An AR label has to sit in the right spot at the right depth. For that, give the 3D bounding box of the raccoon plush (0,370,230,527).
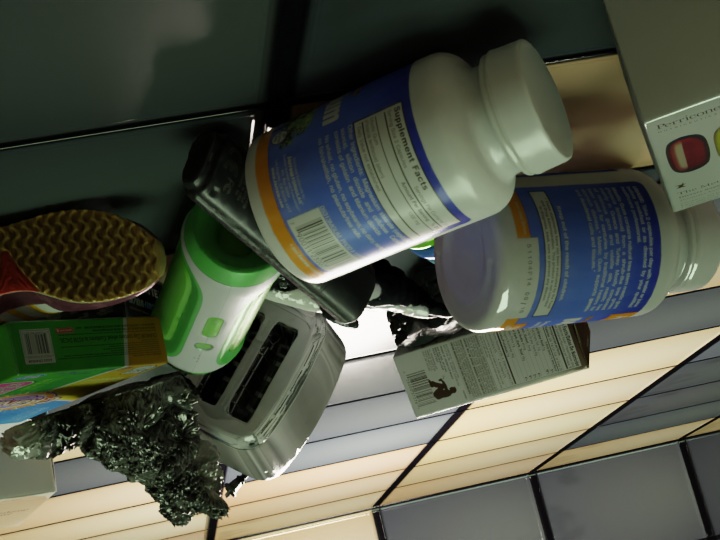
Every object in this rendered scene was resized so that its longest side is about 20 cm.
[{"bbox_3d":[-0.201,0.170,1.077,0.199,0.135,0.096,-16,-178,-34],"label":"raccoon plush"}]

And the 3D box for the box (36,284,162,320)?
[{"bbox_3d":[-0.261,0.065,1.162,0.199,0.046,0.159,-19,162,15],"label":"box"}]

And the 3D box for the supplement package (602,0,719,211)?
[{"bbox_3d":[0.229,-0.129,0.830,0.113,0.110,0.200,-19,162,15],"label":"supplement package"}]

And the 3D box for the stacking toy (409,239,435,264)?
[{"bbox_3d":[0.042,-0.047,1.008,0.085,0.086,0.199,-27,154,36],"label":"stacking toy"}]

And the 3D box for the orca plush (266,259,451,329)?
[{"bbox_3d":[0.000,0.000,1.119,0.198,0.105,0.072,16,113,-14],"label":"orca plush"}]

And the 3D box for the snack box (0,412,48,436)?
[{"bbox_3d":[-0.425,0.147,1.307,0.115,0.037,0.200,-20,162,18],"label":"snack box"}]

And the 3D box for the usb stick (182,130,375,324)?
[{"bbox_3d":[-0.054,-0.027,0.919,0.032,0.056,0.200,0,151,39],"label":"usb stick"}]

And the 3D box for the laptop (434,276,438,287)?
[{"bbox_3d":[0.184,-0.010,1.165,0.176,0.104,0.200,-22,-168,23],"label":"laptop"}]

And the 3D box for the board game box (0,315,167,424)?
[{"bbox_3d":[-0.276,0.085,1.025,0.199,0.041,0.152,-22,167,36],"label":"board game box"}]

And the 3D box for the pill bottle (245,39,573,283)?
[{"bbox_3d":[0.033,-0.075,0.844,0.199,0.113,0.112,-22,161,23],"label":"pill bottle"}]

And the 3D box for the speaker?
[{"bbox_3d":[-0.116,0.013,1.023,0.088,0.089,0.200,-7,157,-21],"label":"speaker"}]

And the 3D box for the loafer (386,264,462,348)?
[{"bbox_3d":[0.084,0.031,1.302,0.070,0.069,0.201,-17,170,-19],"label":"loafer"}]

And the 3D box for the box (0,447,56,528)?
[{"bbox_3d":[-0.448,0.264,1.588,0.094,0.078,0.200,-3,160,-28],"label":"box"}]

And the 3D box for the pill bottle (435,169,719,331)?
[{"bbox_3d":[0.165,-0.018,0.959,0.198,0.113,0.112,-4,161,-22],"label":"pill bottle"}]

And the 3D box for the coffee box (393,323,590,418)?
[{"bbox_3d":[0.147,0.080,1.407,0.199,0.080,0.113,-19,-167,15],"label":"coffee box"}]

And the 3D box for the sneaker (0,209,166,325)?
[{"bbox_3d":[-0.243,0.002,0.956,0.198,0.076,0.090,-6,171,-7],"label":"sneaker"}]

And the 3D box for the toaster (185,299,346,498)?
[{"bbox_3d":[-0.098,0.108,1.211,0.113,0.201,0.129,26,163,16],"label":"toaster"}]
